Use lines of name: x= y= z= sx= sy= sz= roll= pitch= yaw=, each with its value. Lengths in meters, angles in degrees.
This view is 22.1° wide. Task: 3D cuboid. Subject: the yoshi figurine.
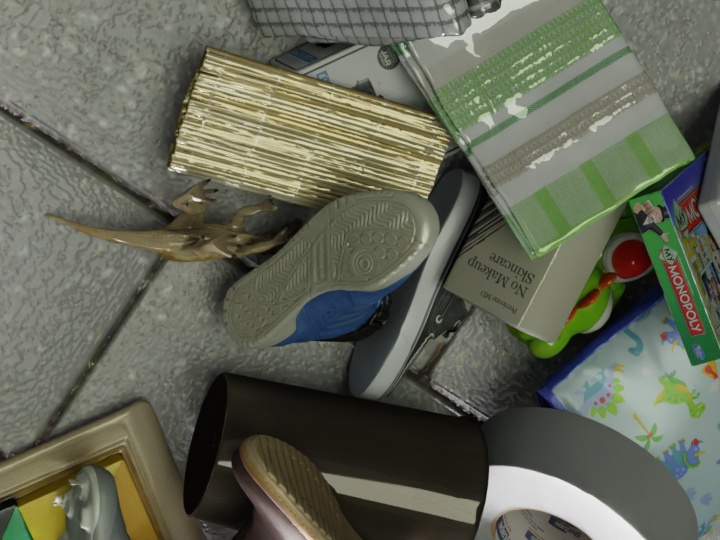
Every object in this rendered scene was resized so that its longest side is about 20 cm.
yoshi figurine: x=0.186 y=-0.004 z=1.507 sx=0.200 sy=0.112 sz=0.112 roll=-41 pitch=156 yaw=-23

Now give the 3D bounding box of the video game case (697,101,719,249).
video game case: x=0.331 y=-0.036 z=1.504 sx=0.022 sy=0.200 sz=0.182 roll=-19 pitch=117 yaw=29

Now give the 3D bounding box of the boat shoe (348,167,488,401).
boat shoe: x=0.059 y=0.019 z=1.464 sx=0.066 sy=0.070 sz=0.201 roll=26 pitch=85 yaw=-24

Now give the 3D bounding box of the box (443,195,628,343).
box: x=0.150 y=-0.053 z=1.409 sx=0.068 sy=0.082 sz=0.201 roll=23 pitch=93 yaw=-57

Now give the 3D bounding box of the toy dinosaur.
toy dinosaur: x=-0.124 y=-0.024 z=1.364 sx=0.199 sy=0.101 sz=0.058 roll=2 pitch=72 yaw=-25

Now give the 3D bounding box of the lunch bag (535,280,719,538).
lunch bag: x=0.248 y=0.115 z=1.528 sx=0.170 sy=0.127 sz=0.200 roll=-40 pitch=125 yaw=-9

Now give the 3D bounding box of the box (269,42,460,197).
box: x=0.045 y=-0.146 z=1.416 sx=0.199 sy=0.060 sz=0.117 roll=-25 pitch=112 yaw=-15

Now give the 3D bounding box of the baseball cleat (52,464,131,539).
baseball cleat: x=-0.177 y=0.233 z=1.389 sx=0.106 sy=0.070 sz=0.201 roll=-3 pitch=115 yaw=-24

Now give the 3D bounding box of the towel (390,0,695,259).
towel: x=0.133 y=-0.129 z=1.346 sx=0.149 sy=0.031 sz=0.200 roll=-33 pitch=87 yaw=2

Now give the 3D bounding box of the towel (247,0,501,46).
towel: x=-0.006 y=-0.246 z=1.303 sx=0.086 sy=0.200 sz=0.166 roll=-41 pitch=121 yaw=-36

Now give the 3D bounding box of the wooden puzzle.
wooden puzzle: x=-0.219 y=0.219 z=1.416 sx=0.199 sy=0.037 sz=0.186 roll=-25 pitch=111 yaw=-15

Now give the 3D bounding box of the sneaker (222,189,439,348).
sneaker: x=-0.001 y=-0.001 z=1.380 sx=0.111 sy=0.200 sz=0.077 roll=-2 pitch=63 yaw=-54

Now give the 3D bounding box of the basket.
basket: x=-0.025 y=0.156 z=1.417 sx=0.199 sy=0.180 sz=0.137 roll=15 pitch=80 yaw=-16

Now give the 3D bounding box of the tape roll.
tape roll: x=0.165 y=0.202 z=1.475 sx=0.200 sy=0.200 sz=0.066 roll=53 pitch=50 yaw=-24

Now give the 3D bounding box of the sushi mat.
sushi mat: x=-0.036 y=-0.094 z=1.359 sx=0.199 sy=0.012 sz=0.096 roll=15 pitch=107 yaw=-14

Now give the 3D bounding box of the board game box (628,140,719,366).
board game box: x=0.272 y=-0.019 z=1.442 sx=0.029 sy=0.200 sz=0.135 roll=-18 pitch=97 yaw=28

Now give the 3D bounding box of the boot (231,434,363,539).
boot: x=-0.083 y=0.217 z=1.332 sx=0.166 sy=0.072 sz=0.200 roll=-28 pitch=125 yaw=14
